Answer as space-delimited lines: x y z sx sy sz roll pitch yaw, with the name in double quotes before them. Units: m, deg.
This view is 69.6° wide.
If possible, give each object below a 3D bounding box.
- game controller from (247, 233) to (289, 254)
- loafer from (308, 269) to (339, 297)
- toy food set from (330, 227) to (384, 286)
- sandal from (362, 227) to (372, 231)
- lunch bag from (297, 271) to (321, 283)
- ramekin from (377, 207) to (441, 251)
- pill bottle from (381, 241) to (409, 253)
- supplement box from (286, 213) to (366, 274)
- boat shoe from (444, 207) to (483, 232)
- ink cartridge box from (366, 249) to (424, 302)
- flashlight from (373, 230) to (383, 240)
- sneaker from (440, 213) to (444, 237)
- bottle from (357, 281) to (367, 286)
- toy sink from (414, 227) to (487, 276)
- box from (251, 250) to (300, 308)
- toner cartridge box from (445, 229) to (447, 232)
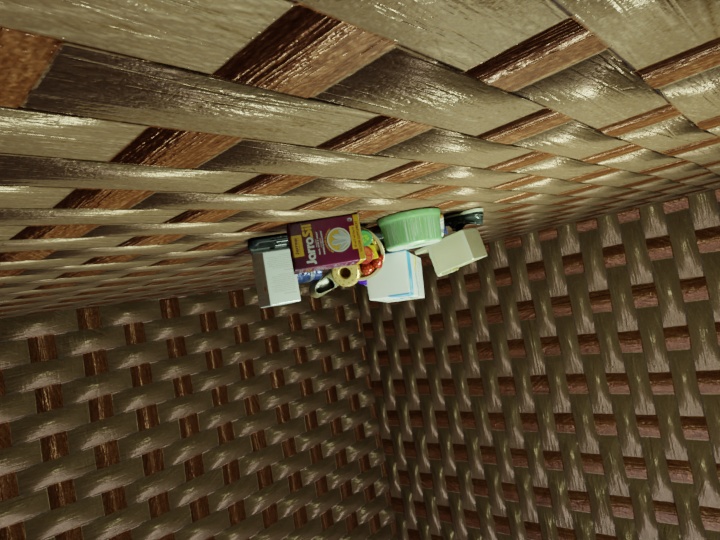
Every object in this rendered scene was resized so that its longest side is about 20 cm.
"game controller" -0.243 -0.090 1.573 0.197 0.043 0.104 -10 162 -17
"loafer" -0.098 0.028 1.865 0.200 0.076 0.067 -44 -166 -7
"toy food set" -0.022 -0.051 1.642 0.198 0.200 0.049 -15 -156 20
"sandal" -0.057 -0.103 1.681 0.197 0.055 0.082 -11 177 7
"lunch bag" -0.210 -0.025 1.844 0.131 0.138 0.200 -9 175 -24
"ramekin" 0.158 -0.123 1.606 0.197 0.099 0.200 -10 177 0
"pill bottle" 0.073 -0.085 1.882 0.197 0.117 0.116 -11 177 1
"supplement box" -0.096 -0.073 1.427 0.197 0.133 0.103 -10 176 -10
"boat shoe" 0.344 -0.163 1.799 0.198 0.067 0.074 -13 176 41
"ink cartridge box" 0.120 0.025 1.759 0.145 0.148 0.200 -9 171 20
"flashlight" 0.064 -0.120 1.748 0.197 0.068 0.068 -14 150 -2
"sneaker" 0.225 -0.133 1.774 0.074 0.089 0.200 -11 178 -16
"bottle" 0.000 0.000 1.813 0.083 0.066 0.200 -19 154 11
"toy sink" 0.305 -0.053 1.749 0.199 0.113 0.130 -24 173 33
"box" -0.282 0.015 1.714 0.105 0.203 0.152 -8 177 -26
"toner cartridge box" 0.231 -0.145 1.983 0.197 0.044 0.095 -11 176 14
